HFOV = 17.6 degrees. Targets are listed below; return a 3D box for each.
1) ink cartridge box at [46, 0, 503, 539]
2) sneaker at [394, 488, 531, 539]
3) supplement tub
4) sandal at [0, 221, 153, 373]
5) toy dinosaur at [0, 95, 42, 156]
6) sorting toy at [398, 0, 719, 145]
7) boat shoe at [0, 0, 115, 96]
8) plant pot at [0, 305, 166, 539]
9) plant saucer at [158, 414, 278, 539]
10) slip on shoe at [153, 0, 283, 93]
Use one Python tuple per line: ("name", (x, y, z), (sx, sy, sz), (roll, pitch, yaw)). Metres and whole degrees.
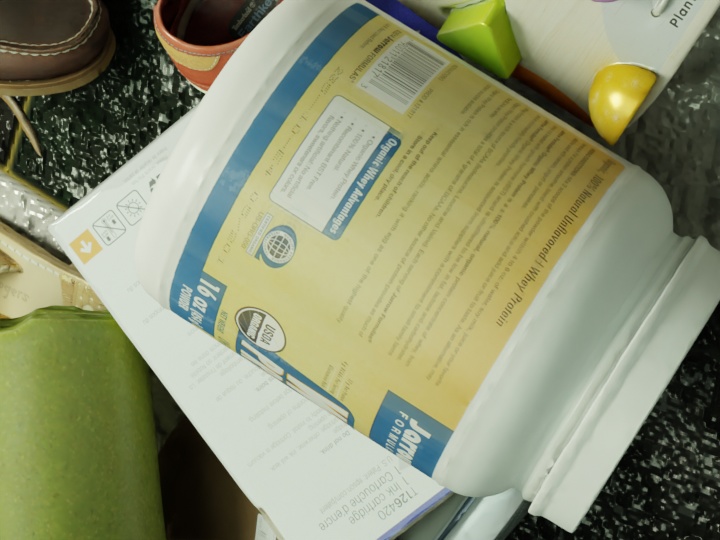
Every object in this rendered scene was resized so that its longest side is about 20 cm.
("ink cartridge box", (0.000, 0.000, 1.001), (0.198, 0.047, 0.200), (-38, 87, 10))
("sneaker", (0.015, 0.124, 1.064), (0.071, 0.073, 0.200), (45, 125, 5))
("supplement tub", (0.030, -0.003, 0.901), (0.200, 0.145, 0.145), (32, 122, 8))
("sandal", (-0.200, 0.014, 1.154), (0.212, 0.070, 0.078), (17, 116, 25))
("toy dinosaur", (-0.227, -0.102, 1.144), (0.200, 0.060, 0.106), (-8, 117, 44))
("sorting toy", (0.058, -0.155, 0.879), (0.180, 0.107, 0.200), (28, 123, -5))
("boat shoe", (-0.211, -0.138, 1.079), (0.200, 0.070, 0.070), (15, 148, 12))
("plant pot", (-0.166, 0.108, 1.059), (0.200, 0.200, 0.184), (2, 91, 31))
("plant saucer", (-0.052, 0.147, 1.086), (0.200, 0.029, 0.200), (6, 97, 56))
("slip on shoe", (-0.014, -0.157, 0.950), (0.074, 0.061, 0.200), (41, 98, 19))
